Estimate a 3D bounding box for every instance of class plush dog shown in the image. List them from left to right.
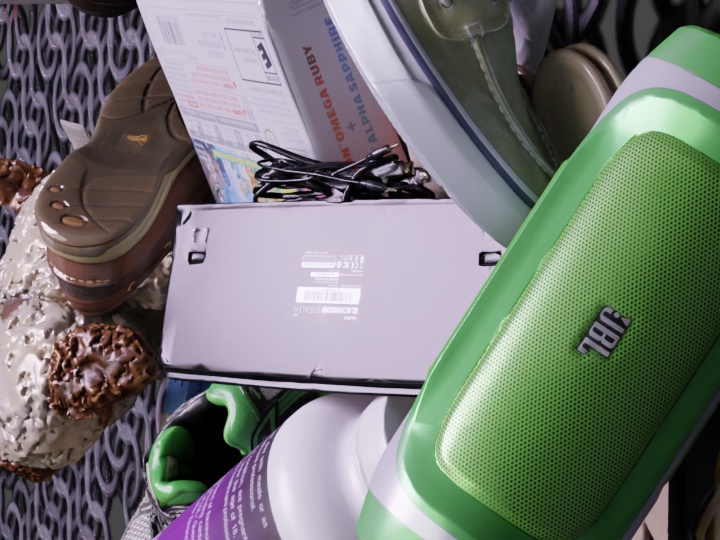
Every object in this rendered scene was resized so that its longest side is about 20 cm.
[{"bbox_3d":[-0.165,0.031,1.166,0.200,0.159,0.173,132,156,-54],"label":"plush dog"}]

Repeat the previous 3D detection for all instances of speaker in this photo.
[{"bbox_3d":[0.082,0.023,0.675,0.201,0.088,0.088,-57,30,2],"label":"speaker"}]

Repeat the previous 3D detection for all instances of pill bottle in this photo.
[{"bbox_3d":[-0.019,0.127,0.862,0.200,0.112,0.113,-43,51,37],"label":"pill bottle"}]

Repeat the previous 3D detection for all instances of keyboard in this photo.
[{"bbox_3d":[0.000,0.000,0.834,0.199,0.039,0.105,2,81,42],"label":"keyboard"}]

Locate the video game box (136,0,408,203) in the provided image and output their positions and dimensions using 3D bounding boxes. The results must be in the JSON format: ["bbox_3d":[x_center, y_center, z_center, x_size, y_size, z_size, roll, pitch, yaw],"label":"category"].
[{"bbox_3d":[-0.031,-0.052,0.965,0.200,0.046,0.184,21,132,67],"label":"video game box"}]

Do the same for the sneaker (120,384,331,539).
[{"bbox_3d":[-0.077,0.100,0.976,0.200,0.085,0.078,-54,51,40],"label":"sneaker"}]

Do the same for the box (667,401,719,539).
[{"bbox_3d":[0.165,0.146,0.636,0.198,0.049,0.202,-167,78,-66],"label":"box"}]

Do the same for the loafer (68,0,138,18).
[{"bbox_3d":[-0.078,-0.190,1.020,0.199,0.071,0.073,-36,90,17],"label":"loafer"}]

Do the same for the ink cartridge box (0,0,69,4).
[{"bbox_3d":[-0.139,-0.223,1.099,0.083,0.198,0.146,66,147,34],"label":"ink cartridge box"}]

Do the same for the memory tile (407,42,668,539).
[{"bbox_3d":[0.080,0.017,0.786,0.153,0.017,0.202,-8,98,63],"label":"memory tile"}]

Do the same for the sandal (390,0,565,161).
[{"bbox_3d":[0.061,-0.093,0.835,0.079,0.059,0.207,52,155,16],"label":"sandal"}]

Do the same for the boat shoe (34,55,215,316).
[{"bbox_3d":[-0.108,-0.054,1.092,0.200,0.071,0.068,-55,-26,-43],"label":"boat shoe"}]

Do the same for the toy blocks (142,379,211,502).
[{"bbox_3d":[-0.063,0.128,1.093,0.200,0.099,0.138,24,103,60],"label":"toy blocks"}]

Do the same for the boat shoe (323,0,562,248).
[{"bbox_3d":[0.023,-0.104,0.734,0.062,0.072,0.201,-32,88,17],"label":"boat shoe"}]
